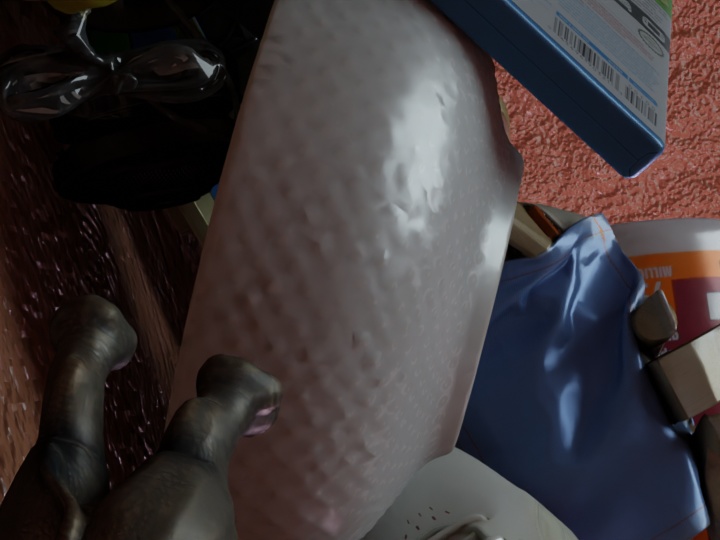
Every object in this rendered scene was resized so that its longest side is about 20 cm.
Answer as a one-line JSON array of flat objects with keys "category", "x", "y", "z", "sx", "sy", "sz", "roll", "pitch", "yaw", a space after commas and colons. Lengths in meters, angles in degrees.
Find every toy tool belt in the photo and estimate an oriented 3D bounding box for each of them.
[{"category": "toy tool belt", "x": 0.085, "y": 0.060, "z": 0.766, "sx": 0.201, "sy": 0.124, "sz": 0.123, "roll": 58, "pitch": -6, "yaw": 9}]

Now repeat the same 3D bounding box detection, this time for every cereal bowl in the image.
[{"category": "cereal bowl", "x": 0.000, "y": 0.000, "z": 0.663, "sx": 0.200, "sy": 0.083, "sz": 0.202, "roll": 14, "pitch": 90, "yaw": -88}]

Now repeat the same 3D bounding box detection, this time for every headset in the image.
[{"category": "headset", "x": -0.082, "y": -0.074, "z": 0.667, "sx": 0.200, "sy": 0.093, "sz": 0.125, "roll": -141, "pitch": -136, "yaw": -68}]

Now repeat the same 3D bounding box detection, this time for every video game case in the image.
[{"category": "video game case", "x": 0.046, "y": -0.125, "z": 0.693, "sx": 0.143, "sy": 0.018, "sz": 0.200, "roll": 41, "pitch": 29, "yaw": -14}]

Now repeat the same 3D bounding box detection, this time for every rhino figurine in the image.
[{"category": "rhino figurine", "x": -0.035, "y": 0.105, "z": 0.521, "sx": 0.088, "sy": 0.059, "sz": 0.201, "roll": -75, "pitch": 154, "yaw": -45}]

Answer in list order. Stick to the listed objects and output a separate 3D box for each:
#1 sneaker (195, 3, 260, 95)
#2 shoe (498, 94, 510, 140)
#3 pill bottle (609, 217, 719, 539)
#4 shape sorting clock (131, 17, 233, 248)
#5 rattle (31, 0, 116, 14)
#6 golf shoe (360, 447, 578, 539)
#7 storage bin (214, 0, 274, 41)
[{"category": "sneaker", "x": -0.079, "y": -0.137, "z": 0.995, "sx": 0.201, "sy": 0.075, "sz": 0.091, "roll": 66, "pitch": 13, "yaw": 1}, {"category": "shoe", "x": 0.000, "y": -0.021, "z": 0.971, "sx": 0.200, "sy": 0.069, "sz": 0.054, "roll": -54, "pitch": -138, "yaw": 38}, {"category": "pill bottle", "x": 0.122, "y": 0.087, "z": 0.881, "sx": 0.113, "sy": 0.112, "sz": 0.202, "roll": 53, "pitch": 29, "yaw": -78}, {"category": "shape sorting clock", "x": -0.071, "y": -0.061, "z": 0.881, "sx": 0.201, "sy": 0.039, "sz": 0.200, "roll": 63, "pitch": 3, "yaw": -6}, {"category": "rattle", "x": -0.072, "y": -0.179, "z": 0.573, "sx": 0.143, "sy": 0.201, "sz": 0.130, "roll": 39, "pitch": -21, "yaw": -26}, {"category": "golf shoe", "x": 0.051, "y": 0.116, "z": 0.673, "sx": 0.200, "sy": 0.075, "sz": 0.092, "roll": 51, "pitch": -7, "yaw": 34}, {"category": "storage bin", "x": -0.023, "y": -0.127, "z": 0.842, "sx": 0.134, "sy": 0.146, "sz": 0.200, "roll": 35, "pitch": 7, "yaw": -5}]
